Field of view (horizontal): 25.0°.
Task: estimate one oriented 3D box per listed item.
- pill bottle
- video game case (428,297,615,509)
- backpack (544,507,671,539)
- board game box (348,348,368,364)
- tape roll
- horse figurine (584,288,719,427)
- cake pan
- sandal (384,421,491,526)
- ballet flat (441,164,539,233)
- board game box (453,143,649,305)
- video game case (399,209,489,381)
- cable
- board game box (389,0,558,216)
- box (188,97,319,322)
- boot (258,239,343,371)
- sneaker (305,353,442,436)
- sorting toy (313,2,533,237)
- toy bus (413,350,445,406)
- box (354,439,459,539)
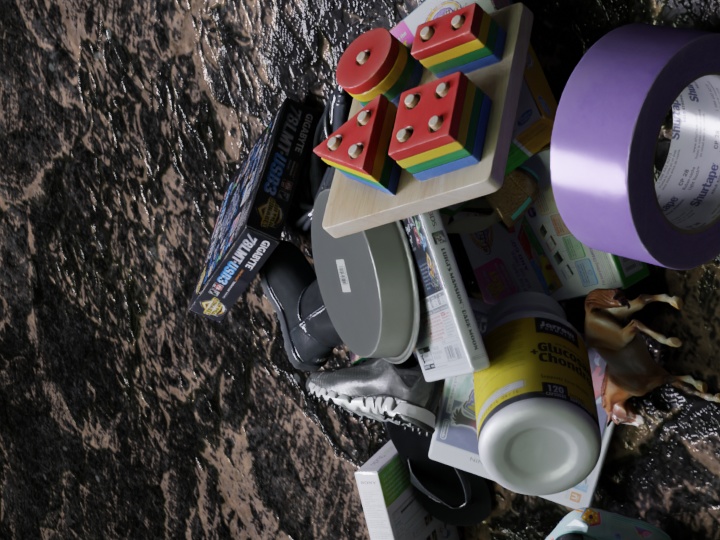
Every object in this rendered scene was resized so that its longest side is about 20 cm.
[{"bbox_3d":[0.163,0.109,1.533,0.200,0.112,0.112,-89,3,-55],"label":"pill bottle"},{"bbox_3d":[0.174,0.141,1.685,0.182,0.023,0.200,18,120,13],"label":"video game case"},{"bbox_3d":[0.260,0.344,1.655,0.200,0.153,0.176,23,136,-7],"label":"backpack"},{"bbox_3d":[0.018,-0.011,1.803,0.135,0.029,0.200,-32,62,51],"label":"board game box"},{"bbox_3d":[0.257,-0.106,1.375,0.085,0.200,0.200,18,123,46],"label":"tape roll"},{"bbox_3d":[0.263,0.076,1.553,0.132,0.050,0.200,4,138,43],"label":"horse figurine"},{"bbox_3d":[0.000,0.000,1.627,0.200,0.037,0.200,166,90,-70],"label":"cake pan"},{"bbox_3d":[0.084,0.225,1.829,0.200,0.076,0.043,55,-172,-31],"label":"sandal"},{"bbox_3d":[0.089,-0.071,1.607,0.200,0.072,0.068,10,157,45],"label":"ballet flat"},{"bbox_3d":[0.180,-0.044,1.625,0.200,0.040,0.153,-14,99,53],"label":"board game box"},{"bbox_3d":[0.065,0.015,1.575,0.200,0.023,0.182,147,105,-78],"label":"video game case"},{"bbox_3d":[-0.018,-0.134,1.777,0.163,0.051,0.200,-145,73,-74],"label":"cable"},{"bbox_3d":[0.099,-0.176,1.560,0.153,0.040,0.200,-37,56,30],"label":"board game box"},{"bbox_3d":[-0.125,-0.069,1.886,0.050,0.200,0.199,23,143,-12],"label":"box"},{"bbox_3d":[-0.029,-0.001,1.788,0.200,0.066,0.165,-44,61,50],"label":"boot"},{"bbox_3d":[0.021,0.120,1.766,0.200,0.066,0.091,8,72,50],"label":"sneaker"},{"bbox_3d":[0.045,-0.150,1.484,0.199,0.200,0.070,-15,140,40],"label":"sorting toy"},{"bbox_3d":[0.106,0.110,1.797,0.200,0.065,0.078,27,131,39],"label":"toy bus"},{"bbox_3d":[0.060,0.293,1.890,0.036,0.144,0.200,-3,107,30],"label":"box"}]
